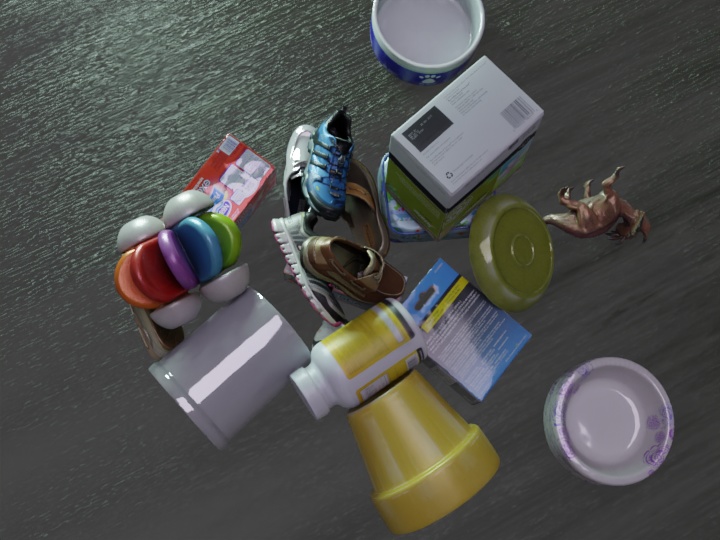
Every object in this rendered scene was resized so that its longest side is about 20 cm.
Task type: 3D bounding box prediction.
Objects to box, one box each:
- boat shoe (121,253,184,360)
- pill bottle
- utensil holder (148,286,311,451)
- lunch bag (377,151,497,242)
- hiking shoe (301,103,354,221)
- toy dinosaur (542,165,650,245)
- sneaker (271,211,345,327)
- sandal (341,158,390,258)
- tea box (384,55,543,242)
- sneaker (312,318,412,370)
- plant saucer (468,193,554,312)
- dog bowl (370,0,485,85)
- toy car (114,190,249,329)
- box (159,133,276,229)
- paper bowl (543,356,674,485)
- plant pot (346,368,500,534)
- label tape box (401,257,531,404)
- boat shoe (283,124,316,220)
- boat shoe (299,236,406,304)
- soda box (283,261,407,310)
[{"bbox_3d":[-0.346,0.046,1.389,0.072,0.065,0.201,-8,70,-48],"label":"boat shoe"},{"bbox_3d":[-0.005,0.137,1.309,0.199,0.112,0.112,-32,83,-12],"label":"pill bottle"},{"bbox_3d":[-0.199,0.147,1.336,0.200,0.170,0.170,-43,85,-14],"label":"utensil holder"},{"bbox_3d":[0.131,-0.134,1.466,0.198,0.082,0.162,-6,80,-6],"label":"lunch bag"},{"bbox_3d":[-0.049,-0.175,1.394,0.074,0.087,0.201,13,53,-25],"label":"hiking shoe"},{"bbox_3d":[0.409,-0.090,1.486,0.199,0.086,0.137,-19,87,-3],"label":"toy dinosaur"},{"bbox_3d":[-0.065,-0.010,1.362,0.087,0.074,0.201,-28,78,-3],"label":"sneaker"},{"bbox_3d":[-0.009,-0.106,1.434,0.080,0.054,0.201,-33,65,33],"label":"sandal"},{"bbox_3d":[0.154,-0.182,1.337,0.200,0.197,0.134,-41,78,-12],"label":"tea box"},{"bbox_3d":[0.009,0.151,1.411,0.199,0.074,0.080,33,92,6],"label":"sneaker"},{"bbox_3d":[0.261,-0.031,1.431,0.199,0.031,0.202,6,80,-37],"label":"plant saucer"},{"bbox_3d":[0.117,-0.435,1.530,0.198,0.079,0.202,1,78,-4],"label":"dog bowl"},{"bbox_3d":[-0.274,-0.014,1.282,0.199,0.150,0.176,-27,92,8],"label":"toy car"},{"bbox_3d":[-0.234,-0.109,1.421,0.099,0.096,0.201,35,78,3],"label":"box"},{"bbox_3d":[0.395,0.245,1.400,0.199,0.104,0.202,1,77,-5],"label":"paper bowl"},{"bbox_3d":[0.080,0.263,1.310,0.200,0.201,0.190,-32,90,-11],"label":"plant pot"},{"bbox_3d":[0.160,0.101,1.429,0.200,0.063,0.144,41,76,3],"label":"label tape box"},{"bbox_3d":[-0.094,-0.157,1.459,0.073,0.065,0.202,1,78,-4],"label":"boat shoe"},{"bbox_3d":[0.000,0.000,1.322,0.199,0.074,0.076,21,67,-39],"label":"boat shoe"},{"bbox_3d":[-0.025,0.013,1.432,0.199,0.064,0.069,20,77,-1],"label":"soda box"}]
